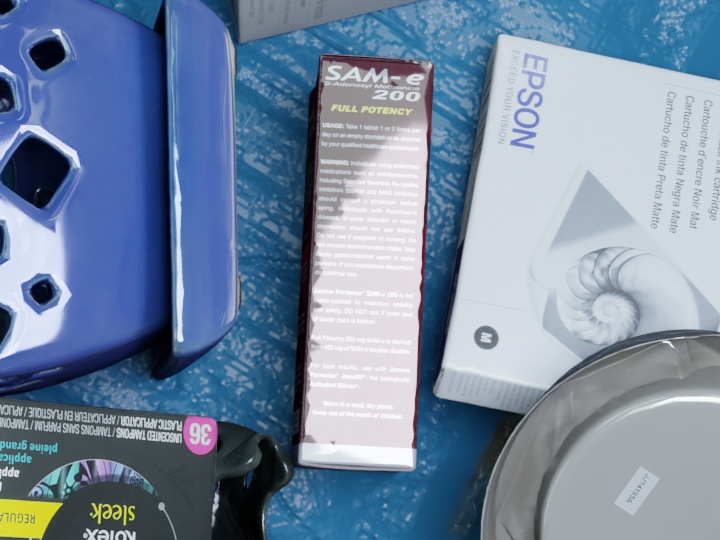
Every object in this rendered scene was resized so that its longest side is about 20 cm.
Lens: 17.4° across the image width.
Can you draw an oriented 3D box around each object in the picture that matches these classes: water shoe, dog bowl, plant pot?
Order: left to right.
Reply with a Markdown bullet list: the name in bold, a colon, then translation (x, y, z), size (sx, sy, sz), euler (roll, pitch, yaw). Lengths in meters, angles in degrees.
- **plant pot**: translation (-0.153, -0.035, 1.135), size (0.179, 0.200, 0.201), euler (0, 84, -9)
- **water shoe**: translation (-0.085, 0.171, 1.137), size (0.079, 0.071, 0.201), euler (1, 78, 39)
- **dog bowl**: translation (0.156, 0.119, 1.117), size (0.199, 0.059, 0.201), euler (0, 103, 1)

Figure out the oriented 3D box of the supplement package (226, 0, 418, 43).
- **supplement package**: translation (0.021, -0.201, 1.198), size (0.199, 0.114, 0.110), euler (-14, 84, -4)

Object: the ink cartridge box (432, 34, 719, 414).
- **ink cartridge box**: translation (0.149, -0.011, 1.193), size (0.199, 0.041, 0.200), euler (12, 64, -3)

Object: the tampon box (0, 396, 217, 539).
- **tampon box**: translation (-0.162, 0.161, 1.042), size (0.150, 0.126, 0.201), euler (8, 80, -39)

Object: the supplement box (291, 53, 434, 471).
- **supplement box**: translation (0.000, 0.000, 1.179), size (0.061, 0.109, 0.201), euler (3, 85, -3)
